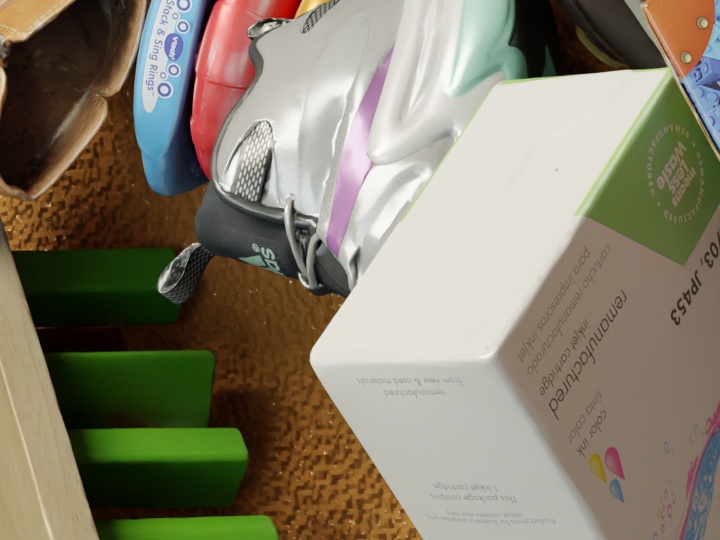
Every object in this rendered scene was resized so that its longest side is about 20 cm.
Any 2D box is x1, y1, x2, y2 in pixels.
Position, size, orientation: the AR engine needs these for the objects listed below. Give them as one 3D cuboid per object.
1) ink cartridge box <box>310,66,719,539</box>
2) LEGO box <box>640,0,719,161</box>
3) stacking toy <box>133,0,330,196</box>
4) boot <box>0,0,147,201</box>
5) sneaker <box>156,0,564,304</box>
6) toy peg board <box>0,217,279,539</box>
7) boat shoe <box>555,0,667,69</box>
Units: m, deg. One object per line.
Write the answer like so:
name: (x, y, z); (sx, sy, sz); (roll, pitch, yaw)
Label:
ink cartridge box: (0.081, 0.057, 0.772); (0.067, 0.117, 0.200); (-2, 131, 41)
LEGO box: (0.194, -0.088, 0.766); (0.149, 0.200, 0.077); (-32, 82, 34)
stacking toy: (0.031, -0.057, 0.959); (0.199, 0.110, 0.117); (21, 112, 17)
boot: (-0.118, -0.118, 1.001); (0.155, 0.073, 0.201); (16, 90, 59)
sneaker: (0.000, 0.000, 0.870); (0.139, 0.078, 0.201); (-15, 57, 17)
toy peg board: (-0.115, 0.100, 1.063); (0.200, 0.097, 0.201); (113, 147, -40)
boat shoe: (0.073, -0.122, 0.867); (0.059, 0.200, 0.072); (15, 68, 39)
